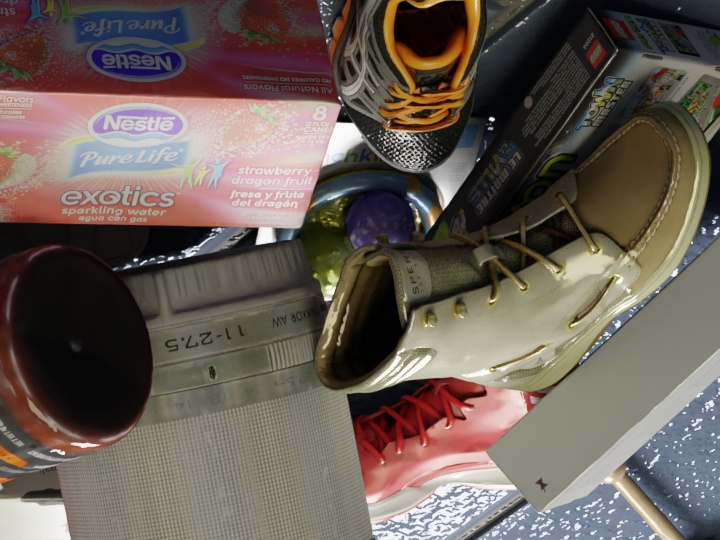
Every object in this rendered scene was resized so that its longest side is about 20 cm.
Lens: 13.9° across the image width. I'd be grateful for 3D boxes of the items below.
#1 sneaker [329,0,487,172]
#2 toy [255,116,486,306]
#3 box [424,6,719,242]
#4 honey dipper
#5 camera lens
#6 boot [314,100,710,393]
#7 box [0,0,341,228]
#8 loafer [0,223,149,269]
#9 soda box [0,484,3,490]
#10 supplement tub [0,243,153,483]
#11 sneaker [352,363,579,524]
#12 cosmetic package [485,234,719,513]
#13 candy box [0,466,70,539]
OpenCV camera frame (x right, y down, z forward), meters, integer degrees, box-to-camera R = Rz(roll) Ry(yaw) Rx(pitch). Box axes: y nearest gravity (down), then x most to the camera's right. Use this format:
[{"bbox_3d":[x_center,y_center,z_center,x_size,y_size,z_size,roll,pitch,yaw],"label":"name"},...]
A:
[{"bbox_3d":[0.028,-0.110,1.483,0.078,0.077,0.200,-11,143,-5],"label":"sneaker"},{"bbox_3d":[0.000,0.000,1.633,0.115,0.047,0.200,-3,141,-16],"label":"toy"},{"bbox_3d":[0.115,-0.050,1.580,0.110,0.035,0.200,6,131,-40],"label":"box"},{"bbox_3d":[0.200,0.168,1.913,0.038,0.038,0.200,-25,137,15],"label":"honey dipper"},{"bbox_3d":[-0.082,0.094,1.568,0.160,0.200,0.160,-11,-178,0],"label":"camera lens"},{"bbox_3d":[0.077,-0.007,1.506,0.154,0.072,0.200,-1,140,-41],"label":"boot"},{"bbox_3d":[-0.121,-0.088,1.446,0.200,0.103,0.095,2,140,-17],"label":"box"},{"bbox_3d":[-0.198,-0.030,1.514,0.063,0.072,0.200,-9,174,41],"label":"loafer"},{"bbox_3d":[-0.297,0.140,1.596,0.200,0.063,0.071,-34,157,-9],"label":"soda box"},{"bbox_3d":[-0.206,0.061,1.489,0.200,0.107,0.107,-20,145,38],"label":"supplement tub"},{"bbox_3d":[0.038,0.079,1.736,0.200,0.078,0.116,-11,135,-22],"label":"sneaker"},{"bbox_3d":[0.170,0.049,1.643,0.200,0.052,0.151,-43,172,9],"label":"cosmetic package"},{"bbox_3d":[-0.164,0.167,1.736,0.136,0.061,0.200,-1,141,-15],"label":"candy box"}]
